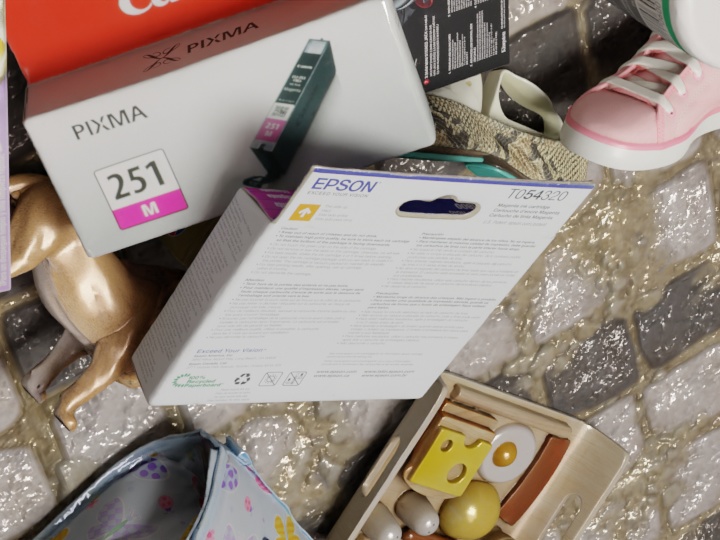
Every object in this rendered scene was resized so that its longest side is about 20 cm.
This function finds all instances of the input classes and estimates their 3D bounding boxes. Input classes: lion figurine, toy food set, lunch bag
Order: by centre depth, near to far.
[{"bbox_3d":[-0.159,0.005,1.194,0.122,0.072,0.200,-45,130,-11],"label":"lion figurine"},{"bbox_3d":[-0.118,0.213,1.324,0.200,0.127,0.170,-44,136,-12],"label":"lunch bag"},{"bbox_3d":[0.082,0.158,1.470,0.199,0.060,0.144,22,105,-42],"label":"toy food set"}]

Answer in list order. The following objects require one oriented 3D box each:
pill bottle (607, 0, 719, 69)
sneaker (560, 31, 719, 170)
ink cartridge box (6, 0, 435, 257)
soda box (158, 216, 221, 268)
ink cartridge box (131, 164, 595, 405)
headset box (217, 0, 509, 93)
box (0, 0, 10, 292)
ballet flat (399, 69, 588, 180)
[{"bbox_3d":[0.164,-0.201,1.193,0.113,0.200,0.114,-18,128,-24],"label":"pill bottle"},{"bbox_3d":[0.198,-0.134,1.336,0.200,0.075,0.105,-23,131,-44],"label":"sneaker"},{"bbox_3d":[-0.080,-0.113,1.097,0.199,0.044,0.174,-18,125,6],"label":"ink cartridge box"},{"bbox_3d":[-0.036,-0.008,1.271,0.200,0.068,0.064,32,99,-44],"label":"soda box"},{"bbox_3d":[0.000,0.000,1.178,0.196,0.043,0.200,2,138,-37],"label":"ink cartridge box"},{"bbox_3d":[-0.019,-0.162,1.176,0.199,0.075,0.149,-21,128,-23],"label":"headset box"},{"bbox_3d":[-0.201,-0.084,1.075,0.039,0.041,0.201,-11,119,-29],"label":"box"},{"bbox_3d":[0.072,-0.089,1.307,0.199,0.068,0.076,14,88,-46],"label":"ballet flat"}]
